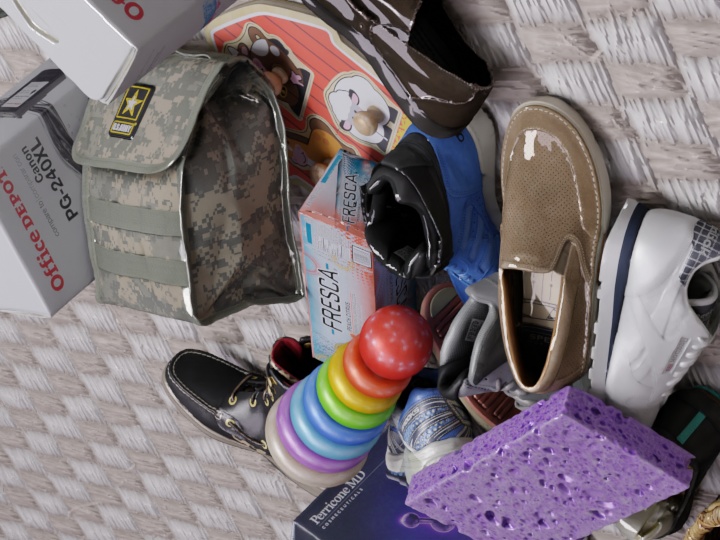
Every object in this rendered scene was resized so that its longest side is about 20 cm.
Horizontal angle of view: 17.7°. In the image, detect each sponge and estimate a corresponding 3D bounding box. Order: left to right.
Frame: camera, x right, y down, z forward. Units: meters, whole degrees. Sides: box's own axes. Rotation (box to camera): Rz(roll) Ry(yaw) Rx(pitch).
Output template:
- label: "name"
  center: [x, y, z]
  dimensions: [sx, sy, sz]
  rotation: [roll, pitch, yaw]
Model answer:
- label: "sponge"
  center: [0.132, 0.148, 1.641]
  dimensions: [0.111, 0.030, 0.200]
  rotation: [30, 144, -19]

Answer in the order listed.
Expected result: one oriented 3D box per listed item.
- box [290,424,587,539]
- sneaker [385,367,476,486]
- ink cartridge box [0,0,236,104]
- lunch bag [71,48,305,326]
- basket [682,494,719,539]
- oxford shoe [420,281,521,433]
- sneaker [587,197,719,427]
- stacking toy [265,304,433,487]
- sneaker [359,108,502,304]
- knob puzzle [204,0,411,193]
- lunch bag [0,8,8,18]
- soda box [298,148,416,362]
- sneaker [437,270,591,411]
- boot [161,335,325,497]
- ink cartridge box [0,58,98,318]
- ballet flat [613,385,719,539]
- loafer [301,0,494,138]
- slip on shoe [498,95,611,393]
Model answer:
- label: "box"
  center: [0.062, 0.239, 1.889]
  dimensions: [0.200, 0.148, 0.104]
  rotation: [31, 146, 22]
- label: "sneaker"
  center: [0.056, 0.114, 1.807]
  dimensions: [0.200, 0.077, 0.085]
  rotation: [176, 81, -83]
- label: "ink cartridge box"
  center: [-0.147, -0.229, 1.552]
  dimensions: [0.145, 0.200, 0.088]
  rotation: [45, 149, 3]
- label: "lunch bag"
  center: [-0.136, -0.071, 1.744]
  dimensions: [0.164, 0.117, 0.201]
  rotation: [11, 111, 53]
- label: "basket"
  center: [0.279, 0.235, 1.624]
  dimensions: [0.143, 0.149, 0.200]
  rotation: [40, 149, 10]
- label: "oxford shoe"
  center: [0.102, 0.097, 1.757]
  dimensions: [0.200, 0.071, 0.074]
  rotation: [55, 155, -10]
- label: "sneaker"
  center: [0.202, 0.044, 1.564]
  dimensions: [0.080, 0.076, 0.200]
  rotation: [12, 135, 14]
- label: "stacking toy"
  center: [-0.003, 0.088, 1.732]
  dimensions: [0.085, 0.085, 0.200]
  rotation: [43, 145, 5]
- label: "sneaker"
  center: [0.054, -0.017, 1.638]
  dimensions: [0.077, 0.111, 0.200]
  rotation: [25, 143, 34]
- label: "knob puzzle"
  center: [-0.044, -0.120, 1.718]
  dimensions: [0.219, 0.030, 0.220]
  rotation: [31, 146, 24]
- label: "lunch bag"
  center: [-0.293, -0.293, 1.717]
  dimensions: [0.200, 0.139, 0.168]
  rotation: [60, 163, -17]
- label: "soda box"
  center: [0.000, 0.000, 1.740]
  dimensions: [0.063, 0.068, 0.200]
  rotation: [23, 149, 17]
- label: "sneaker"
  center: [0.109, 0.088, 1.653]
  dimensions: [0.075, 0.115, 0.200]
  rotation: [24, 131, 59]
- label: "boot"
  center: [-0.075, 0.103, 1.969]
  dimensions: [0.200, 0.073, 0.151]
  rotation: [35, 149, 11]
- label: "ink cartridge box"
  center: [-0.231, -0.078, 1.827]
  dimensions: [0.083, 0.200, 0.145]
  rotation: [8, 133, 46]
- label: "ballet flat"
  center: [0.212, 0.154, 1.687]
  dimensions: [0.068, 0.068, 0.200]
  rotation: [34, 147, 15]
- label: "loafer"
  center: [0.023, -0.182, 1.540]
  dimensions: [0.200, 0.073, 0.071]
  rotation: [48, 140, -12]
- label: "slip on shoe"
  center: [0.122, -0.015, 1.552]
  dimensions: [0.076, 0.061, 0.201]
  rotation: [11, 111, 32]
